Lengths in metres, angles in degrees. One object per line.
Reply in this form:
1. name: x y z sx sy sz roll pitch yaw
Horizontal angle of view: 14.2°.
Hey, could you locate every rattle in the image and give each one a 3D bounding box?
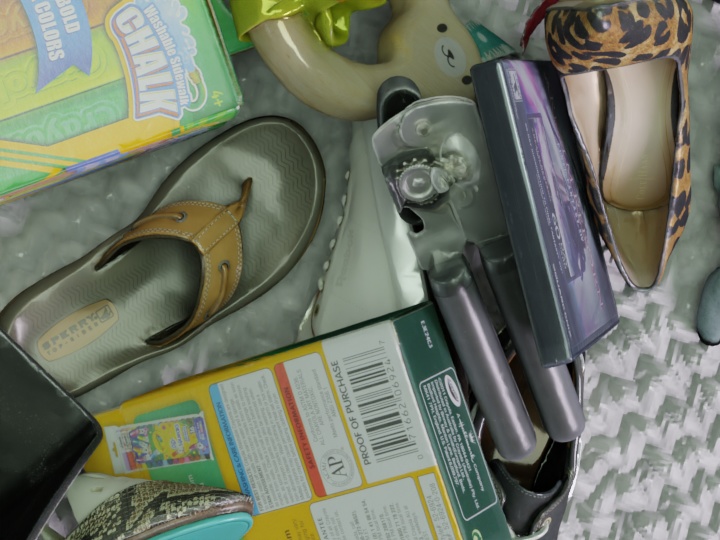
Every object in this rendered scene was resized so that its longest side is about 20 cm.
1. rattle: 0.045 -0.135 1.409 0.200 0.131 0.143 30 129 -27

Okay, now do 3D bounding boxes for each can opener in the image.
1. can opener: 0.056 -0.004 1.406 0.053 0.067 0.201 -21 120 2

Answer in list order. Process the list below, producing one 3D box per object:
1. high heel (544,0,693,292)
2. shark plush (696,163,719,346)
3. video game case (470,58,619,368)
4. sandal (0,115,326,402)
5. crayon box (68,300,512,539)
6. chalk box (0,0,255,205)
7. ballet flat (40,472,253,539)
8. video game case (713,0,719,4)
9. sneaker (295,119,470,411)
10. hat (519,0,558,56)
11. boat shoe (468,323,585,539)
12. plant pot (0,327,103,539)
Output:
1. high heel: 0.134 -0.063 1.427 0.071 0.200 0.143 -5 87 10
2. shark plush: 0.227 -0.044 1.495 0.090 0.083 0.201 1 89 -8
3. video game case: 0.093 -0.033 1.422 0.019 0.200 0.144 -13 91 13
4. sandal: -0.100 -0.003 1.464 0.199 0.055 0.082 -32 94 -7
5. crayon box: -0.036 0.104 1.439 0.199 0.052 0.126 -17 92 29
6. chalk box: -0.131 -0.115 1.426 0.199 0.124 0.125 -21 92 -7
7. ballet flat: -0.145 0.147 1.431 0.200 0.068 0.075 -38 63 15
8. video game case: 0.177 -0.248 1.522 0.199 0.026 0.181 26 86 -6
9. sneaker: 0.000 0.000 1.471 0.084 0.073 0.201 -10 77 19
10. hat: 0.195 -0.217 1.489 0.199 0.166 0.177 7 127 5
11. boat shoe: 0.071 0.120 1.481 0.071 0.068 0.201 15 89 -9
12. plant pot: -0.267 0.096 1.374 0.200 0.200 0.177 43 105 -5
